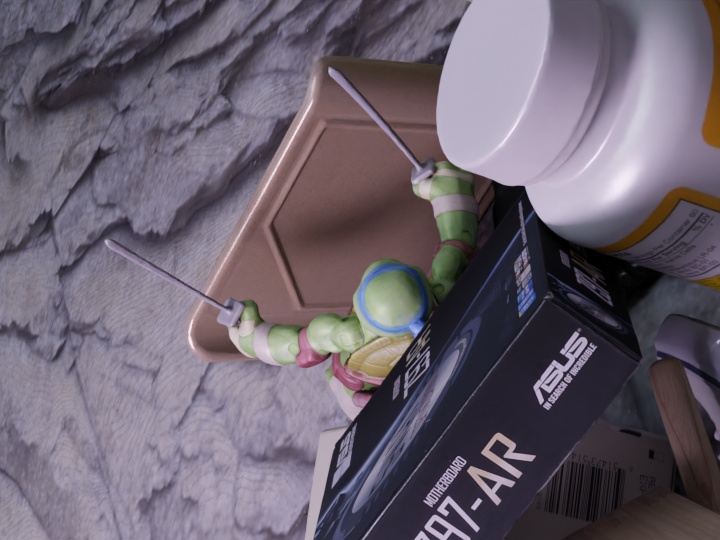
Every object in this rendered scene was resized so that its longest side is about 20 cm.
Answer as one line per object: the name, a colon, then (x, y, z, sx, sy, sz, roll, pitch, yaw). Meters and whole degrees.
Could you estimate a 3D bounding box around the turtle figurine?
turtle figurine: (0.000, 0.000, 0.972, 0.144, 0.200, 0.194, -60, -17, -13)

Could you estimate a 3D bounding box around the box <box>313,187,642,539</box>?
box: (0.043, 0.058, 0.728, 0.160, 0.044, 0.200, -54, 5, 14)

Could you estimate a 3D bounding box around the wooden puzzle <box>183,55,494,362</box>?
wooden puzzle: (0.001, -0.036, 1.040, 0.037, 0.185, 0.200, 48, 124, 35)

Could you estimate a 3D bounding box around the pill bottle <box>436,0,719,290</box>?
pill bottle: (0.137, -0.053, 0.721, 0.113, 0.200, 0.113, -45, 37, 48)

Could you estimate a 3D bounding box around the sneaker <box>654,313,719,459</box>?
sneaker: (0.172, 0.074, 0.721, 0.071, 0.073, 0.200, -66, 25, 9)

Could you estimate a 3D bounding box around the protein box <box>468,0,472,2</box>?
protein box: (0.072, -0.268, 1.005, 0.135, 0.198, 0.200, -52, 31, 40)

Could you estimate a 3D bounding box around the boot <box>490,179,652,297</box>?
boot: (0.125, -0.084, 0.914, 0.158, 0.079, 0.211, -91, 18, -49)

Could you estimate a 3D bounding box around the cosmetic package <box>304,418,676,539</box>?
cosmetic package: (0.060, 0.117, 0.906, 0.200, 0.103, 0.073, -22, 56, 62)

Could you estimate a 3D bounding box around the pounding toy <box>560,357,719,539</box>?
pounding toy: (0.133, 0.159, 0.642, 0.200, 0.142, 0.184, 23, 136, 67)
